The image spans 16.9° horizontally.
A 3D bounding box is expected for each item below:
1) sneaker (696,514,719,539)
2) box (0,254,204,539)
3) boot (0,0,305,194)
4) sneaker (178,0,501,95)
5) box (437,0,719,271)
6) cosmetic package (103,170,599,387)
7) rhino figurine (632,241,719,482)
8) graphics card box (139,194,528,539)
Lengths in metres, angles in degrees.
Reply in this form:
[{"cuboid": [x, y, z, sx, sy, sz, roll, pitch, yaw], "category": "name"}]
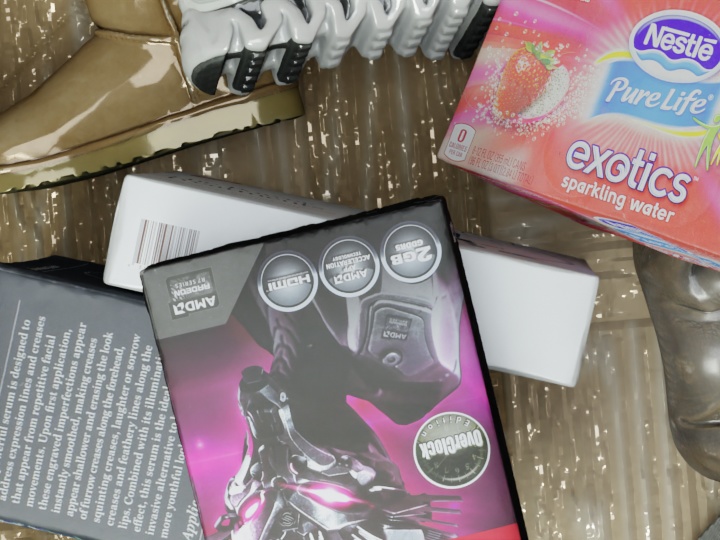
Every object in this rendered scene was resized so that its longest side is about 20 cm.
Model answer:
[{"cuboid": [0.192, 0.132, 1.040, 0.082, 0.200, 0.074, 28, 66, 0], "category": "sneaker"}, {"cuboid": [-0.065, 0.066, 1.064, 0.200, 0.148, 0.107, 13, 93, 3], "category": "box"}, {"cuboid": [-0.127, -0.145, 1.104, 0.175, 0.066, 0.200, -16, 92, -8], "category": "boot"}, {"cuboid": [0.013, -0.134, 1.073, 0.200, 0.075, 0.081, -9, 74, -19], "category": "sneaker"}, {"cuboid": [0.145, -0.055, 0.996, 0.200, 0.095, 0.103, 23, 91, 42], "category": "box"}, {"cuboid": [0.000, 0.000, 1.057, 0.200, 0.151, 0.052, 12, 92, 2], "category": "cosmetic package"}, {"cuboid": [0.160, 0.004, 1.085, 0.087, 0.060, 0.200, -13, 91, 47], "category": "rhino figurine"}, {"cuboid": [-0.003, 0.080, 0.961, 0.125, 0.051, 0.200, -12, 92, 4], "category": "graphics card box"}]
